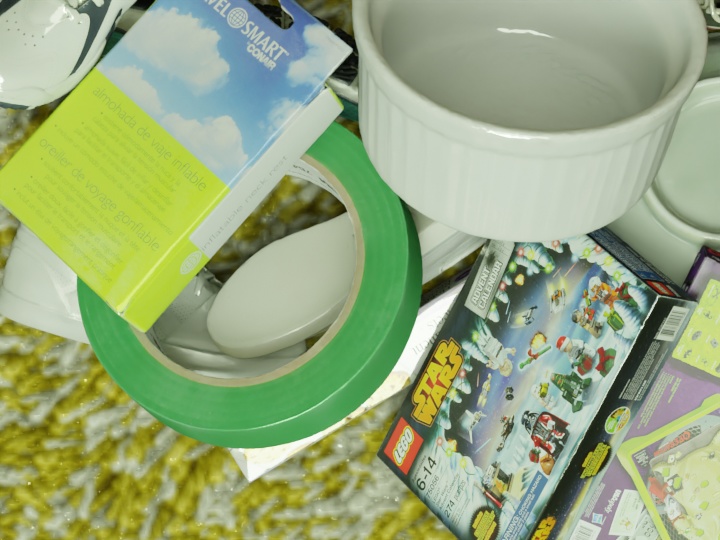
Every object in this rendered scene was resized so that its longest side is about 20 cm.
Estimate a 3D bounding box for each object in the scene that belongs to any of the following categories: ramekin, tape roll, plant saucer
[{"bbox_3d":[0.090,-0.109,1.424,0.199,0.201,0.098,10,136,2],"label":"ramekin"},{"bbox_3d":[-0.065,0.002,1.461,0.199,0.048,0.202,-4,73,12],"label":"tape roll"},{"bbox_3d":[0.218,-0.058,1.483,0.199,0.050,0.201,-3,70,7],"label":"plant saucer"}]

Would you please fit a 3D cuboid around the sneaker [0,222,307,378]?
[{"bbox_3d":[-0.119,-0.005,1.544,0.199,0.074,0.116,15,102,1],"label":"sneaker"}]

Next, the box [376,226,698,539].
[{"bbox_3d":[0.100,0.066,1.476,0.040,0.137,0.201,10,113,-42],"label":"box"}]

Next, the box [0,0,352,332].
[{"bbox_3d":[-0.105,-0.080,1.445,0.122,0.048,0.200,41,87,21],"label":"box"}]

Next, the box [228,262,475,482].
[{"bbox_3d":[0.004,0.063,1.563,0.199,0.039,0.042,-31,98,7],"label":"box"}]

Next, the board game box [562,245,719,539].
[{"bbox_3d":[0.210,0.098,1.463,0.120,0.032,0.201,25,107,-2],"label":"board game box"}]

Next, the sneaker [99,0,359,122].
[{"bbox_3d":[-0.075,-0.121,1.533,0.199,0.078,0.080,14,114,9],"label":"sneaker"}]

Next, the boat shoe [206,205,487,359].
[{"bbox_3d":[0.000,0.000,1.525,0.200,0.069,0.072,-37,51,-13],"label":"boat shoe"}]

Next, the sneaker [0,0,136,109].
[{"bbox_3d":[-0.150,-0.186,1.428,0.199,0.130,0.079,-39,76,-27],"label":"sneaker"}]

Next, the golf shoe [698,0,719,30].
[{"bbox_3d":[0.198,-0.177,1.492,0.199,0.088,0.078,-5,100,6],"label":"golf shoe"}]

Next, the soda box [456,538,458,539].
[{"bbox_3d":[0.119,0.094,1.545,0.063,0.070,0.201,20,99,2],"label":"soda box"}]
